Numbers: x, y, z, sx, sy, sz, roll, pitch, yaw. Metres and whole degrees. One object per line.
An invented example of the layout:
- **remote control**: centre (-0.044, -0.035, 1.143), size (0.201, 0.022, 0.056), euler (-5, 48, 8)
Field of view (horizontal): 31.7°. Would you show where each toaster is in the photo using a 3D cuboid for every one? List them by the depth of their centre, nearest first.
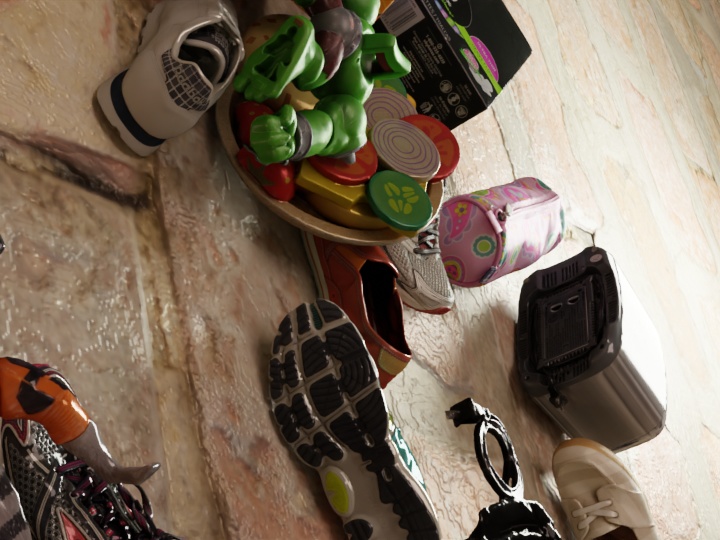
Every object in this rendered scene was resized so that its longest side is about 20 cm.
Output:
- **toaster**: centre (0.224, 0.085, 1.211), size (0.129, 0.113, 0.201), euler (47, 30, -29)

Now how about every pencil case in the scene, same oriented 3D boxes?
- **pencil case**: centre (0.131, -0.039, 1.193), size (0.199, 0.087, 0.088), euler (-17, 80, -62)

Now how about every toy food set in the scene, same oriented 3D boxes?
- **toy food set**: centre (-0.016, -0.102, 0.967), size (0.196, 0.049, 0.201), euler (24, 43, -12)

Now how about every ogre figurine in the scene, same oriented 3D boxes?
- **ogre figurine**: centre (-0.028, -0.157, 0.881), size (0.120, 0.097, 0.202), euler (31, 41, -55)

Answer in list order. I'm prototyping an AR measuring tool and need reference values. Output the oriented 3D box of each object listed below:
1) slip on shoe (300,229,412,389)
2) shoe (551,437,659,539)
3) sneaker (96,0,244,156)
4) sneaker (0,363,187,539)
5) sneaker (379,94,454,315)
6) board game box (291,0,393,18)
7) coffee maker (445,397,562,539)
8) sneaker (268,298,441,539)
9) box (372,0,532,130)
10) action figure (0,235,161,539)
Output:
- **slip on shoe**: centre (0.000, 0.000, 0.966), size (0.074, 0.061, 0.202), euler (27, 43, -44)
- **shoe**: centre (0.234, 0.239, 1.136), size (0.201, 0.069, 0.053), euler (58, 20, -13)
- **sneaker**: centre (-0.112, -0.154, 0.893), size (0.076, 0.080, 0.201), euler (47, 30, -23)
- **sneaker**: centre (-0.123, 0.138, 0.627), size (0.080, 0.074, 0.202), euler (-13, 77, -61)
- **sneaker**: centre (0.036, -0.059, 1.052), size (0.078, 0.082, 0.202), euler (2, 65, -59)
- **board game box**: centre (-0.039, -0.342, 0.986), size (0.199, 0.200, 0.200), euler (35, 14, -41)
- **coffee maker**: centre (0.015, 0.202, 0.668), size (0.134, 0.199, 0.194), euler (36, 40, -42)
- **sneaker**: centre (-0.004, 0.117, 0.870), size (0.080, 0.077, 0.202), euler (-24, 92, -81)
- **box**: centre (0.056, -0.209, 1.172), size (0.149, 0.124, 0.200), euler (57, 28, -10)
- **action figure**: centre (-0.212, 0.067, 0.542), size (0.200, 0.105, 0.194), euler (-40, 87, -28)
